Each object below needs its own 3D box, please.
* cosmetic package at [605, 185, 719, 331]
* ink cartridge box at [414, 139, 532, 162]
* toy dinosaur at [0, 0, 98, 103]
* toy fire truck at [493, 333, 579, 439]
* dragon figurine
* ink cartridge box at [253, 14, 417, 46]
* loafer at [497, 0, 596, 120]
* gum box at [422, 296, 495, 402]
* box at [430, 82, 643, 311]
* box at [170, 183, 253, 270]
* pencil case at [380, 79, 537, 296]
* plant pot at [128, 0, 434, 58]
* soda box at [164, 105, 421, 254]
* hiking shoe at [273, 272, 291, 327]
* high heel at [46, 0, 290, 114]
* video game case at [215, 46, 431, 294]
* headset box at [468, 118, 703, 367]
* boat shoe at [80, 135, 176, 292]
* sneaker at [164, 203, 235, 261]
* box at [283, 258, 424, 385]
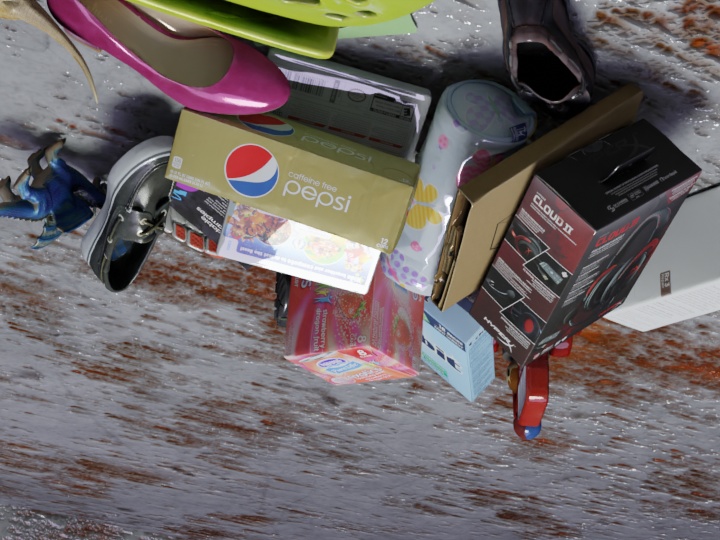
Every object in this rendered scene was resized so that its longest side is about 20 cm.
[{"bbox_3d":[0.332,-0.014,1.334,0.074,0.102,0.200,18,153,-32],"label":"cosmetic package"},{"bbox_3d":[0.150,-0.055,1.311,0.117,0.068,0.200,-11,152,32],"label":"ink cartridge box"},{"bbox_3d":[-0.271,-0.213,1.014,0.199,0.058,0.101,29,157,2],"label":"toy dinosaur"},{"bbox_3d":[0.193,0.101,1.551,0.112,0.169,0.200,4,158,2],"label":"toy fire truck"},{"bbox_3d":[-0.299,-0.059,1.299,0.059,0.200,0.100,-20,112,34],"label":"dragon figurine"},{"bbox_3d":[-0.048,-0.210,1.005,0.145,0.048,0.200,-2,155,16],"label":"ink cartridge box"},{"bbox_3d":[0.143,-0.161,1.058,0.072,0.063,0.200,-2,158,17],"label":"loafer"},{"bbox_3d":[0.071,0.049,1.488,0.170,0.045,0.200,41,166,20],"label":"gum box"},{"bbox_3d":[0.150,-0.062,1.154,0.200,0.021,0.164,-31,155,-24],"label":"box"},{"bbox_3d":[-0.113,-0.084,1.267,0.143,0.036,0.200,41,146,-13],"label":"box"},{"bbox_3d":[0.082,-0.070,1.169,0.091,0.083,0.200,-22,147,-40],"label":"pencil case"},{"bbox_3d":[-0.059,-0.239,0.749,0.198,0.201,0.181,13,164,-21],"label":"plant pot"},{"bbox_3d":[-0.054,-0.082,1.112,0.199,0.064,0.068,18,-158,2],"label":"soda box"},{"bbox_3d":[-0.043,0.032,1.497,0.100,0.076,0.200,5,-178,0],"label":"hiking shoe"},{"bbox_3d":[-0.147,-0.182,1.040,0.199,0.068,0.096,27,167,2],"label":"high heel"},{"bbox_3d":[-0.035,-0.083,1.169,0.143,0.018,0.201,15,118,-6],"label":"video game case"},{"bbox_3d":[0.193,-0.030,1.149,0.148,0.075,0.200,-27,152,-36],"label":"headset box"},{"bbox_3d":[-0.209,-0.051,1.268,0.068,0.057,0.200,-16,157,-36],"label":"boat shoe"},{"bbox_3d":[-0.150,-0.040,1.406,0.200,0.077,0.082,21,159,-33],"label":"sneaker"},{"bbox_3d":[0.000,0.000,1.300,0.102,0.201,0.095,-8,155,31],"label":"box"}]
